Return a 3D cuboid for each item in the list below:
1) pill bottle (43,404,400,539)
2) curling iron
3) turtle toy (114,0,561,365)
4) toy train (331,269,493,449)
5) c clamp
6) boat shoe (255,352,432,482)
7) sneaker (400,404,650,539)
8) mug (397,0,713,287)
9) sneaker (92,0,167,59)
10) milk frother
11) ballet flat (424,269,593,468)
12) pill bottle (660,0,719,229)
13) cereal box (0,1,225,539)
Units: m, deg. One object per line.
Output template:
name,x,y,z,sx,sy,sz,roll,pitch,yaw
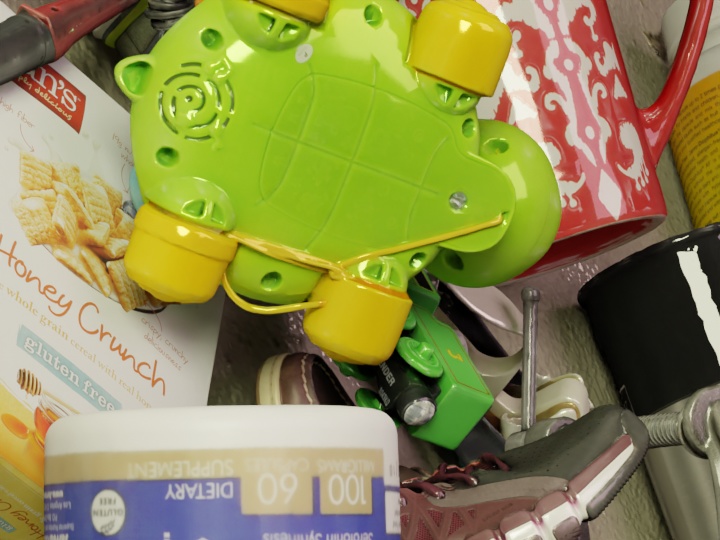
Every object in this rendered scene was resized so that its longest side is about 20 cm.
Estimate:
pill bottle,-0.044,0.147,0.831,0.120,0.119,0.201,7,79,-55
curling iron,-0.113,-0.090,0.947,0.200,0.049,0.026,-29,115,-50
turtle toy,-0.006,-0.044,0.970,0.200,0.146,0.101,20,4,-23
toy train,0.000,0.000,1.060,0.056,0.042,0.200,22,26,-37
c clamp,0.108,0.090,1.022,0.027,0.200,0.171,1,88,-25
boat shoe,0.029,0.112,1.034,0.200,0.072,0.072,60,17,-6
sneaker,0.008,0.084,0.956,0.200,0.076,0.116,-36,87,-15
mug,0.085,-0.109,1.217,0.133,0.177,0.201,1,70,-63
sneaker,-0.038,-0.111,1.104,0.200,0.074,0.081,-23,78,-45
milk frother,0.244,0.064,1.290,0.180,0.200,0.189,6,61,-59
ballet flat,0.061,0.056,1.145,0.200,0.073,0.073,51,32,-19
pill bottle,0.241,-0.069,1.473,0.113,0.113,0.200,20,50,-49
cereal box,-0.114,0.011,0.940,0.144,0.039,0.200,42,36,-31
